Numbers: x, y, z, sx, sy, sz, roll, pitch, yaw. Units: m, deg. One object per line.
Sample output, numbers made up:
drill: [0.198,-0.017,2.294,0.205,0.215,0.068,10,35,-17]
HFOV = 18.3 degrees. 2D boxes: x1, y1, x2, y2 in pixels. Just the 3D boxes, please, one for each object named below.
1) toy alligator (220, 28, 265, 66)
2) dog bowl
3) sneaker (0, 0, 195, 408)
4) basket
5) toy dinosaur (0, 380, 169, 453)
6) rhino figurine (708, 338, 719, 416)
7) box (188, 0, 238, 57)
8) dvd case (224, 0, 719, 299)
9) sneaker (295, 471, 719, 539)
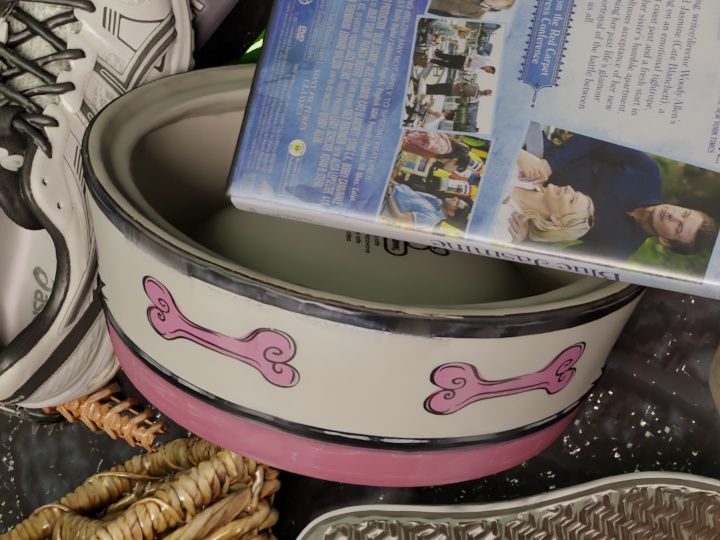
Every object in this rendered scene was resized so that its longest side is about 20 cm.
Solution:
toy alligator: [-0.036,-0.064,0.891,0.200,0.059,0.054,-42,96,10]
dog bowl: [0.000,0.000,0.770,0.200,0.200,0.074,31,122,37]
sneaker: [-0.110,-0.049,0.801,0.075,0.088,0.201,4,93,18]
basket: [-0.117,0.131,0.828,0.200,0.142,0.150,164,108,-74]
toy dinosaur: [-0.151,0.025,0.918,0.102,0.135,0.200,-49,58,23]
rhino figurine: [0.185,0.066,0.687,0.200,0.060,0.088,47,120,30]
box: [-0.073,-0.116,0.889,0.200,0.035,0.110,-49,17,19]
dvd case: [0.069,-0.071,0.698,0.199,0.018,0.143,11,77,13]
sneaker: [0.081,0.108,0.771,0.199,0.085,0.073,3,77,18]
